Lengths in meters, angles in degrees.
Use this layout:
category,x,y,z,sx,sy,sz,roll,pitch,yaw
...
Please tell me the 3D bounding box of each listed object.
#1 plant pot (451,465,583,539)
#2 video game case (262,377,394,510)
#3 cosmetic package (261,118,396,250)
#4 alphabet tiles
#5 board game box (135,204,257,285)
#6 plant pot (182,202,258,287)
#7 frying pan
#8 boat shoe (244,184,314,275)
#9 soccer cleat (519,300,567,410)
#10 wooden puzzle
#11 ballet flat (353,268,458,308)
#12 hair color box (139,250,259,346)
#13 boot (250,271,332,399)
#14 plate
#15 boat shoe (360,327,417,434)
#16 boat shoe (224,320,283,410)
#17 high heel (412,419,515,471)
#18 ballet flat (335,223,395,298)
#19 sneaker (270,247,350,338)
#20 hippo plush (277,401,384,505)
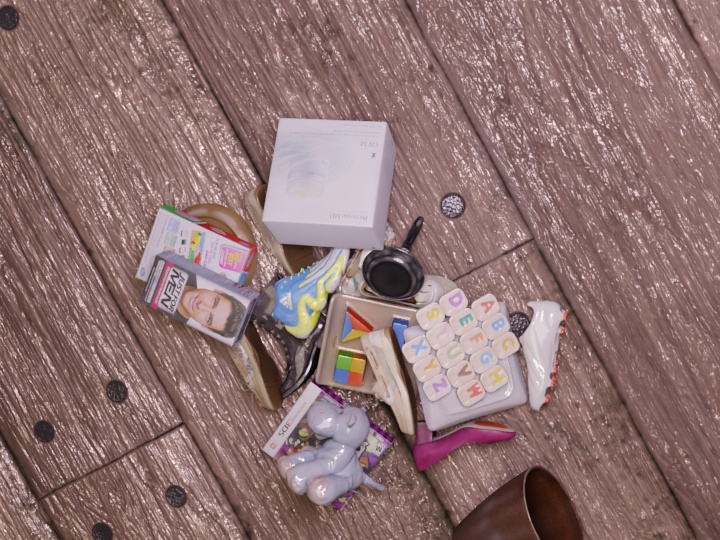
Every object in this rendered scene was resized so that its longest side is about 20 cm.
category,x,y,z,sx,sy,sz,roll,pitch,yaw
plant pot,0.274,0.483,1.700,0.200,0.187,0.187,-32,91,30
video game case,-0.064,0.339,1.812,0.200,0.036,0.182,37,106,5
cosmetic package,-0.052,-0.153,1.644,0.198,0.123,0.201,4,74,12
alphabet tiles,0.181,0.138,1.661,0.195,0.015,0.201,-30,98,-7
board game box,-0.316,-0.016,1.781,0.199,0.040,0.154,25,104,8
plant pot,-0.298,-0.031,1.809,0.199,0.027,0.201,2,100,13
frying pan,0.057,-0.023,1.661,0.114,0.191,0.031,7,143,-9
boat shoe,-0.154,-0.067,1.755,0.065,0.072,0.200,-12,111,50
soccer cleat,0.322,0.152,1.680,0.077,0.069,0.201,10,94,16
wooden puzzle,0.027,0.149,1.724,0.199,0.046,0.186,10,106,-3
ballet flat,0.084,0.040,1.683,0.199,0.062,0.068,7,110,-9
hair color box,-0.301,0.051,1.736,0.199,0.061,0.099,25,104,7
boot,-0.151,0.125,1.786,0.174,0.069,0.200,32,95,7
plate,0.197,0.178,1.693,0.199,0.032,0.201,-15,97,-7
boat shoe,0.053,0.204,1.676,0.065,0.072,0.201,-15,99,12
boat shoe,-0.212,0.183,1.807,0.063,0.073,0.201,-27,82,22
high heel,0.194,0.331,1.735,0.199,0.067,0.097,-2,91,28
ballet flat,0.000,0.000,1.727,0.075,0.064,0.201,26,105,8
sneaker,-0.099,0.021,1.703,0.105,0.076,0.201,27,92,-4
hippo plush,-0.046,0.331,1.705,0.199,0.159,0.161,17,103,10
